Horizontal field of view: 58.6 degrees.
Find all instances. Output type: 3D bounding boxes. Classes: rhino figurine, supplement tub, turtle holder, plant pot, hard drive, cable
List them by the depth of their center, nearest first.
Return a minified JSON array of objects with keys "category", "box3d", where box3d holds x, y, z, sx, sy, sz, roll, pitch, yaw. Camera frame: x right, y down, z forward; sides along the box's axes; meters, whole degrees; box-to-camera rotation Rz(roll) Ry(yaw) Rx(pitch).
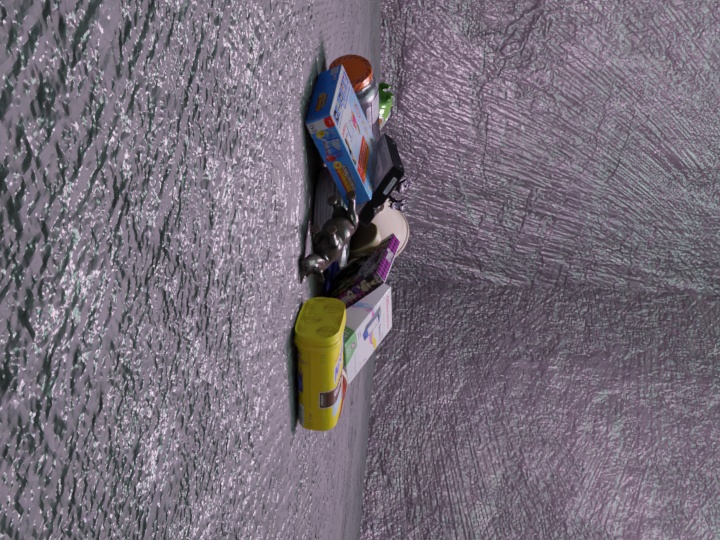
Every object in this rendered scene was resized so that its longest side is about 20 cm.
[{"category":"rhino figurine","box3d":[-0.062,-0.053,1.217,0.203,0.058,0.088,-60,154,-27]},{"category":"hard drive","box3d":[0.032,-0.198,1.366,0.141,0.037,0.202,-53,-160,23]},{"category":"cable","box3d":[-0.057,-0.122,1.377,0.201,0.067,0.206,-78,169,-68]},{"category":"supplement tub","box3d":[-0.017,-0.364,1.423,0.202,0.118,0.125,85,9,-55]},{"category":"turtle holder","box3d":[0.004,-0.444,1.732,0.186,0.138,0.135,46,-48,38]},{"category":"plant pot","box3d":[0.031,-0.151,1.863,0.185,0.194,0.206,63,28,-59]}]

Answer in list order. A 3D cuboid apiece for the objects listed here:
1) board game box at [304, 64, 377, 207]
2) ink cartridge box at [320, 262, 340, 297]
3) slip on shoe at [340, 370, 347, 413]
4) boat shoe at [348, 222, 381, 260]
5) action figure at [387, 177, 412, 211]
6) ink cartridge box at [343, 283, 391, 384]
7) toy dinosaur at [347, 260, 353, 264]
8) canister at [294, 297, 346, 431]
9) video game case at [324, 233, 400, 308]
[{"category":"board game box","box3d":[-0.032,-0.268,1.275,0.203,0.054,0.198,-82,151,-48]},{"category":"ink cartridge box","box3d":[-0.060,0.069,1.577,0.203,0.045,0.201,90,5,-48]},{"category":"slip on shoe","box3d":[-0.068,0.281,1.446,0.062,0.072,0.204,-78,174,-47]},{"category":"boat shoe","box3d":[-0.005,-0.060,1.471,0.199,0.062,0.075,-21,-129,54]},{"category":"action figure","box3d":[0.040,-0.217,1.687,0.101,0.196,0.122,-23,125,-51]},{"category":"ink cartridge box","box3d":[-0.010,0.133,1.481,0.201,0.086,0.148,-50,151,-36]},{"category":"toy dinosaur","box3d":[0.000,0.000,1.586,0.101,0.056,0.206,-160,-99,-79]},{"category":"canister","box3d":[-0.074,0.176,1.207,0.149,0.084,0.206,-77,170,-64]},{"category":"video game case","box3d":[-0.002,0.014,1.429,0.036,0.179,0.201,49,28,-13]}]
